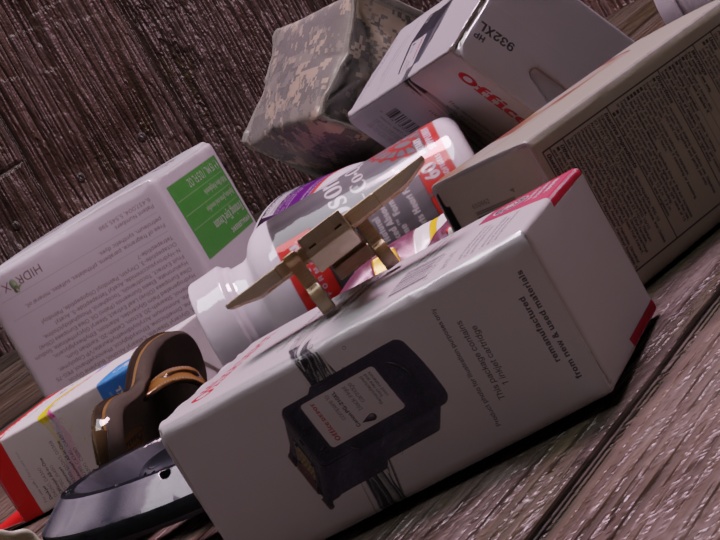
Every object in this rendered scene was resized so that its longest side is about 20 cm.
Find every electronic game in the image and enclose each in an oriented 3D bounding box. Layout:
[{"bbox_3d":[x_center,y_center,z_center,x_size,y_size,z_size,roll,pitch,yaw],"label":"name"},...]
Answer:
[{"bbox_3d":[-0.087,0.112,1.285,0.199,0.042,0.200,-23,5,2],"label":"electronic game"}]

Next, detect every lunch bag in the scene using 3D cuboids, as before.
[{"bbox_3d":[0.041,-0.114,1.661,0.164,0.199,0.118,-11,59,67],"label":"lunch bag"}]

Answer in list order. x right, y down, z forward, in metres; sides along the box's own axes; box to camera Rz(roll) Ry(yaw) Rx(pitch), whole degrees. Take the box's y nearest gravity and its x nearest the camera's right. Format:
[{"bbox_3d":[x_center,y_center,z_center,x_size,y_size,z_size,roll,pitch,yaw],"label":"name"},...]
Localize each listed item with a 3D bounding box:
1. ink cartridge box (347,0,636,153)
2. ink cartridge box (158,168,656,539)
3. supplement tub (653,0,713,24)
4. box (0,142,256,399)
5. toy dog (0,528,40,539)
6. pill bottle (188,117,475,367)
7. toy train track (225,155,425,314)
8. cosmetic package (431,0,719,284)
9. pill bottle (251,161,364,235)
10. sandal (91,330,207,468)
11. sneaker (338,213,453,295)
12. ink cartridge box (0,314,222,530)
[{"bbox_3d":[0.098,-0.111,1.481,0.084,0.145,0.200,-59,12,-17],"label":"ink cartridge box"},{"bbox_3d":[0.025,0.045,1.059,0.199,0.085,0.145,-29,5,20],"label":"ink cartridge box"},{"bbox_3d":[0.331,-0.251,1.729,0.200,0.146,0.145,-26,8,43],"label":"supplement tub"},{"bbox_3d":[-0.196,0.016,2.038,0.199,0.172,0.199,-29,6,15],"label":"box"},{"bbox_3d":[-0.278,0.193,1.264,0.200,0.139,0.195,-14,54,66],"label":"toy dog"},{"bbox_3d":[0.000,0.000,1.434,0.199,0.116,0.116,-31,6,5],"label":"pill bottle"},{"bbox_3d":[-0.006,-0.005,1.100,0.114,0.033,0.200,-37,-2,1],"label":"toy train track"},{"bbox_3d":[0.146,-0.058,1.244,0.200,0.104,0.087,-34,7,-38],"label":"cosmetic package"},{"bbox_3d":[-0.014,-0.013,1.634,0.112,0.113,0.200,-33,5,-18],"label":"pill bottle"},{"bbox_3d":[-0.128,0.093,1.518,0.054,0.082,0.200,-12,9,14],"label":"sandal"},{"bbox_3d":[0.063,-0.011,1.305,0.200,0.075,0.090,-37,-10,-24],"label":"sneaker"},{"bbox_3d":[-0.201,0.118,1.708,0.199,0.067,0.116,-29,6,26],"label":"ink cartridge box"}]
